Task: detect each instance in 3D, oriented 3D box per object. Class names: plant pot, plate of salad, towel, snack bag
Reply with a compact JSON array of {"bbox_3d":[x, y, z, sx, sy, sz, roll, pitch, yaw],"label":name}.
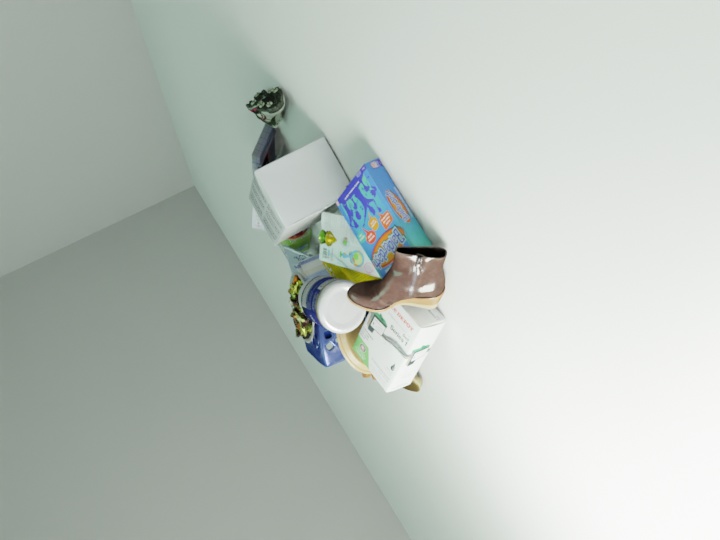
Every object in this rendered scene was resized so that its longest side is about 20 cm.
[{"bbox_3d":[-0.073,0.146,1.575,0.199,0.198,0.182,17,126,65],"label":"plant pot"},{"bbox_3d":[-0.174,0.105,1.487,0.200,0.047,0.203,39,134,56],"label":"plate of salad"},{"bbox_3d":[-0.081,0.034,1.494,0.201,0.146,0.024,54,147,22],"label":"towel"},{"bbox_3d":[-0.155,0.007,1.734,0.198,0.022,0.190,21,147,22],"label":"snack bag"}]

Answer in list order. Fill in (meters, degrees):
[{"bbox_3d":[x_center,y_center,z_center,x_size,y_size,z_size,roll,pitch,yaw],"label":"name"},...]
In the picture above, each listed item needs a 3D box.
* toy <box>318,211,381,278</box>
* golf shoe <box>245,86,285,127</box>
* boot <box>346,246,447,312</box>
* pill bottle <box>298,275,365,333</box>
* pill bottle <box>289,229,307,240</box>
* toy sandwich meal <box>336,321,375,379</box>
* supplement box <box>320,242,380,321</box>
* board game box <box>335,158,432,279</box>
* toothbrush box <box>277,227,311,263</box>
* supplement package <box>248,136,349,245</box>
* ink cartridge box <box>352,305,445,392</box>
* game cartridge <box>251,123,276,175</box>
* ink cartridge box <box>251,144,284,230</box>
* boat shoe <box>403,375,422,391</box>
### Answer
[{"bbox_3d":[-0.002,-0.060,1.189,0.197,0.047,0.117,14,110,27],"label":"toy"},{"bbox_3d":[-0.224,-0.415,1.365,0.088,0.077,0.200,47,173,-30],"label":"golf shoe"},{"bbox_3d":[0.067,0.009,1.023,0.168,0.196,0.073,85,-170,-51],"label":"boot"},{"bbox_3d":[-0.073,0.072,1.222,0.117,0.115,0.199,65,162,-13],"label":"pill bottle"},{"bbox_3d":[-0.204,-0.179,1.570,0.110,0.109,0.200,56,162,14],"label":"pill bottle"},{"bbox_3d":[0.000,0.174,1.339,0.070,0.205,0.207,-24,96,40],"label":"toy sandwich meal"},{"bbox_3d":[0.000,0.000,1.280,0.201,0.108,0.110,52,160,26],"label":"supplement box"},{"bbox_3d":[0.041,-0.097,1.067,0.202,0.045,0.152,58,146,8],"label":"board game box"},{"bbox_3d":[-0.239,-0.135,1.776,0.147,0.085,0.200,57,163,11],"label":"toothbrush box"},{"bbox_3d":[-0.149,-0.185,1.276,0.148,0.190,0.200,60,162,0],"label":"supplement package"},{"bbox_3d":[0.081,0.142,1.176,0.146,0.083,0.202,47,130,33],"label":"ink cartridge box"},{"bbox_3d":[-0.280,-0.325,1.554,0.038,0.131,0.200,14,158,-3],"label":"game cartridge"},{"bbox_3d":[-0.266,-0.242,1.522,0.164,0.056,0.202,-77,-3,-47],"label":"ink cartridge box"},{"bbox_3d":[0.098,0.263,1.475,0.199,0.066,0.075,28,145,35],"label":"boat shoe"}]
